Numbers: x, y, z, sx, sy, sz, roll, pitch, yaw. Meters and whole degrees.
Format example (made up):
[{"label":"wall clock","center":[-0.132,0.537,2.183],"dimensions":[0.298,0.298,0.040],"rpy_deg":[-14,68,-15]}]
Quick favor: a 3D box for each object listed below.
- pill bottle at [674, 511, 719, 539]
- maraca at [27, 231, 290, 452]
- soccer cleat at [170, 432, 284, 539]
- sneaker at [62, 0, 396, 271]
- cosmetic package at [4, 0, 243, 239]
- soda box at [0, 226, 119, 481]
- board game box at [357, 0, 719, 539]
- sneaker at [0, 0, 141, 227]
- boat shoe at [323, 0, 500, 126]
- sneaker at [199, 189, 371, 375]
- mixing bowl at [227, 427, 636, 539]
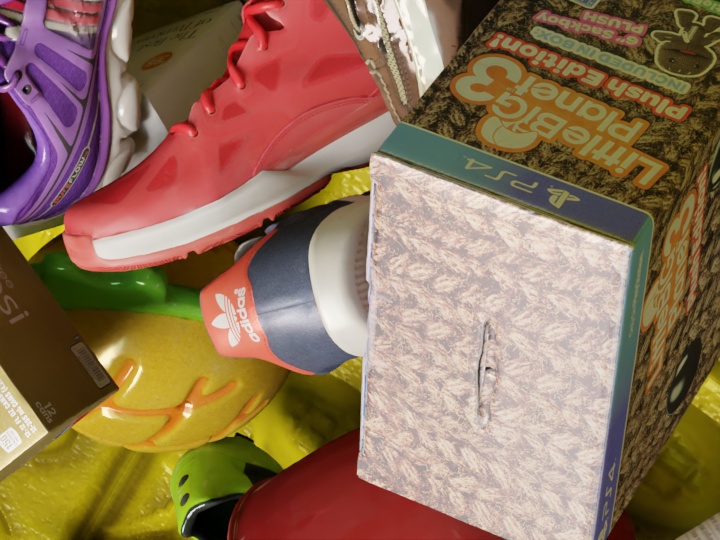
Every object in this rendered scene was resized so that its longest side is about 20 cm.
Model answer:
[{"label":"pill bottle","center":[0.166,0.150,1.085],"dimensions":[0.200,0.111,0.111],"rpy_deg":[-32,109,2]},{"label":"maraca","center":[-0.105,0.023,1.209],"dimensions":[0.137,0.107,0.200],"rpy_deg":[-6,163,24]},{"label":"soccer cleat","center":[-0.009,0.155,1.266],"dimensions":[0.200,0.081,0.068],"rpy_deg":[37,111,-13]},{"label":"sneaker","center":[-0.044,-0.085,1.082],"dimensions":[0.116,0.200,0.078],"rpy_deg":[66,172,-13]},{"label":"cosmetic package","center":[-0.131,-0.059,1.208],"dimensions":[0.200,0.083,0.051],"rpy_deg":[-15,117,41]},{"label":"soda box","center":[-0.192,-0.006,1.104],"dimensions":[0.068,0.064,0.200],"rpy_deg":[-37,87,28]},{"label":"board game box","center":[0.088,-0.023,0.997],"dimensions":[0.097,0.200,0.160],"rpy_deg":[21,136,19]},{"label":"sneaker","center":[-0.133,-0.108,1.069],"dimensions":[0.080,0.083,0.201],"rpy_deg":[12,118,30]},{"label":"boat shoe","center":[0.013,-0.116,1.000],"dimensions":[0.075,0.075,0.203],"rpy_deg":[11,136,25]},{"label":"sneaker","center":[0.000,0.000,1.088],"dimensions":[0.084,0.200,0.075],"rpy_deg":[-14,88,24]},{"label":"mixing bowl","center":[0.053,0.131,1.189],"dimensions":[0.200,0.200,0.108],"rpy_deg":[40,114,-2]}]
